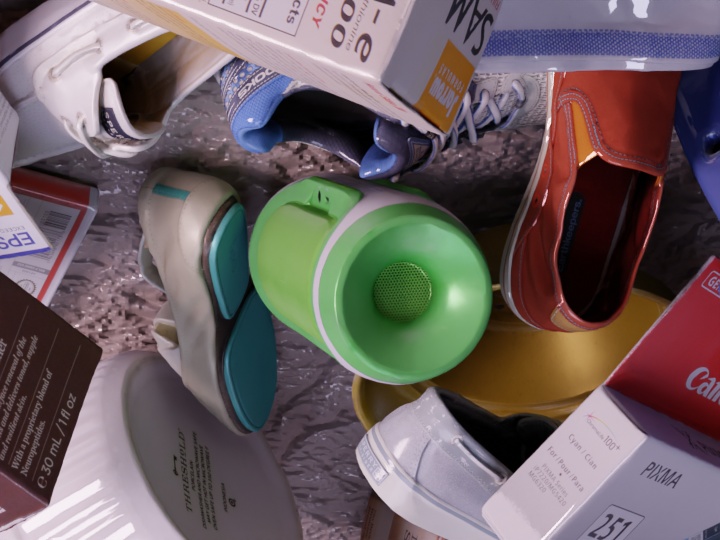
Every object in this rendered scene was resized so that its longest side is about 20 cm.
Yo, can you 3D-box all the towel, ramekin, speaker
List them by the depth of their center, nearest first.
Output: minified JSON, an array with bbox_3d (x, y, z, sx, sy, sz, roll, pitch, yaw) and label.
[{"bbox_3d":[0.102,-0.171,0.792,0.146,0.024,0.201,-1,124,-14],"label":"towel"},{"bbox_3d":[0.000,0.000,0.932,0.088,0.089,0.200,11,-176,-15],"label":"speaker"},{"bbox_3d":[-0.116,0.138,1.109,0.094,0.203,0.202,-34,132,20],"label":"ramekin"}]

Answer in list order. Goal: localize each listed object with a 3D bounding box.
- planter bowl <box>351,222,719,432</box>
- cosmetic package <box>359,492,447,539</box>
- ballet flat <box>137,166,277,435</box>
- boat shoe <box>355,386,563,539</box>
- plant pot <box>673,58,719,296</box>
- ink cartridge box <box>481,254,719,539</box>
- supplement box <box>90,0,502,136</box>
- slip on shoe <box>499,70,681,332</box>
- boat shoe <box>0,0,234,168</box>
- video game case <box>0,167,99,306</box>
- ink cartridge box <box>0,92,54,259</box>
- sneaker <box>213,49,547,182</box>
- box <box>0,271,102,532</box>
[{"bbox_3d":[0.094,0.031,1.056,0.199,0.084,0.201,-1,144,-1],"label":"planter bowl"},{"bbox_3d":[0.061,0.205,1.183,0.087,0.104,0.200,12,178,-15],"label":"cosmetic package"},{"bbox_3d":[-0.087,0.017,1.063,0.069,0.070,0.201,-2,140,2],"label":"ballet flat"},{"bbox_3d":[0.083,0.112,1.033,0.071,0.070,0.200,-44,139,19],"label":"boat shoe"},{"bbox_3d":[0.275,-0.024,0.915,0.199,0.181,0.200,-21,137,24],"label":"plant pot"},{"bbox_3d":[0.178,0.095,1.015,0.176,0.045,0.200,-49,144,12],"label":"ink cartridge box"},{"bbox_3d":[-0.053,-0.127,0.749,0.199,0.074,0.126,22,-179,14],"label":"supplement box"},{"bbox_3d":[0.118,-0.064,0.889,0.074,0.061,0.201,10,100,-28],"label":"slip on shoe"},{"bbox_3d":[-0.118,-0.089,0.904,0.199,0.070,0.071,-30,150,29],"label":"boat shoe"},{"bbox_3d":[-0.256,-0.022,1.037,0.199,0.018,0.143,15,139,-19],"label":"video game case"},{"bbox_3d":[-0.267,-0.077,0.907,0.195,0.043,0.200,-7,136,25],"label":"ink cartridge box"},{"bbox_3d":[0.027,-0.078,0.917,0.199,0.086,0.077,1,142,-6],"label":"sneaker"},{"bbox_3d":[-0.225,0.030,0.909,0.075,0.101,0.200,-27,126,39],"label":"box"}]
